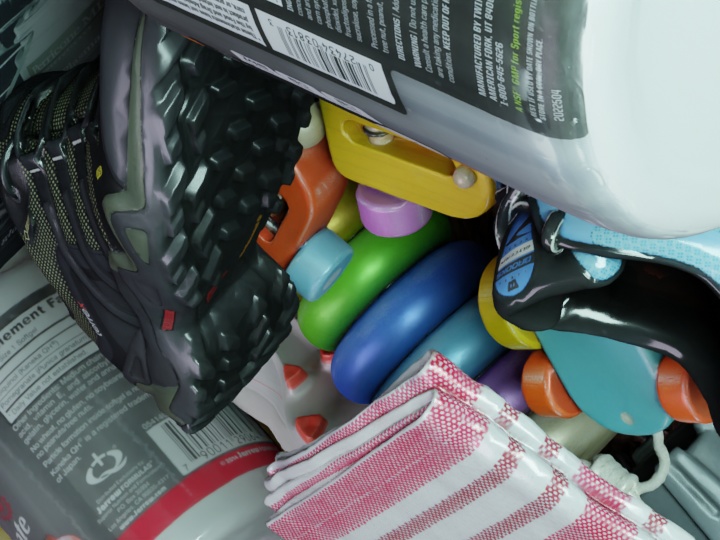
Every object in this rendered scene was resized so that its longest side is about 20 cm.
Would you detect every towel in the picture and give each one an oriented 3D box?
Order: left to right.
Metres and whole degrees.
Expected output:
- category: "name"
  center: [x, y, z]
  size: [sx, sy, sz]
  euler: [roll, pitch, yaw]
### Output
- category: "towel"
  center: [0.073, 0.102, 0.763]
  size: [0.200, 0.030, 0.146]
  euler: [35, 153, -9]

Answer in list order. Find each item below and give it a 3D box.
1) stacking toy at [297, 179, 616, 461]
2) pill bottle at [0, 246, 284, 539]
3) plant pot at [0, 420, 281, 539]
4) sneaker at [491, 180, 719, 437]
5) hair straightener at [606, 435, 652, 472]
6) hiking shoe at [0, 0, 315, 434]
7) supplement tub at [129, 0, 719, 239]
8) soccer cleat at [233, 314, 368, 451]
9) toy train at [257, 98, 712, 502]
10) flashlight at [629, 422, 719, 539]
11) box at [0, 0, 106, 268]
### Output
- category: "stacking toy"
  center: [0.000, 0.000, 0.846]
  size: [0.200, 0.085, 0.085]
  euler: [46, 160, 10]
- category: "pill bottle"
  center: [-0.119, 0.062, 1.048]
  size: [0.200, 0.111, 0.111]
  euler: [47, 162, 21]
- category: "plant pot"
  center: [-0.117, 0.140, 1.175]
  size: [0.201, 0.189, 0.201]
  euler: [39, 159, 18]
- category: "sneaker"
  center: [0.057, -0.032, 0.647]
  size: [0.200, 0.090, 0.078]
  euler: [40, 159, 15]
- category: "hair straightener"
  center: [0.079, 0.096, 0.921]
  size: [0.077, 0.041, 0.200]
  euler: [46, 160, -4]
- category: "hiking shoe"
  center: [-0.073, -0.033, 0.730]
  size: [0.100, 0.076, 0.200]
  euler: [30, 145, 18]
- category: "supplement tub"
  center: [0.016, -0.094, 0.560]
  size: [0.200, 0.123, 0.123]
  euler: [28, 154, 39]
- category: "soccer cleat"
  center: [-0.020, 0.039, 0.978]
  size: [0.200, 0.069, 0.078]
  euler: [40, 165, 34]
- category: "toy train"
  center: [0.033, -0.009, 0.757]
  size: [0.200, 0.056, 0.150]
  euler: [38, 147, 12]
- category: "flashlight"
  center: [0.161, 0.132, 0.801]
  size: [0.200, 0.068, 0.068]
  euler: [44, 163, -2]
- category: "box"
  center: [-0.156, -0.085, 0.795]
  size: [0.124, 0.200, 0.197]
  euler: [37, 159, 15]
